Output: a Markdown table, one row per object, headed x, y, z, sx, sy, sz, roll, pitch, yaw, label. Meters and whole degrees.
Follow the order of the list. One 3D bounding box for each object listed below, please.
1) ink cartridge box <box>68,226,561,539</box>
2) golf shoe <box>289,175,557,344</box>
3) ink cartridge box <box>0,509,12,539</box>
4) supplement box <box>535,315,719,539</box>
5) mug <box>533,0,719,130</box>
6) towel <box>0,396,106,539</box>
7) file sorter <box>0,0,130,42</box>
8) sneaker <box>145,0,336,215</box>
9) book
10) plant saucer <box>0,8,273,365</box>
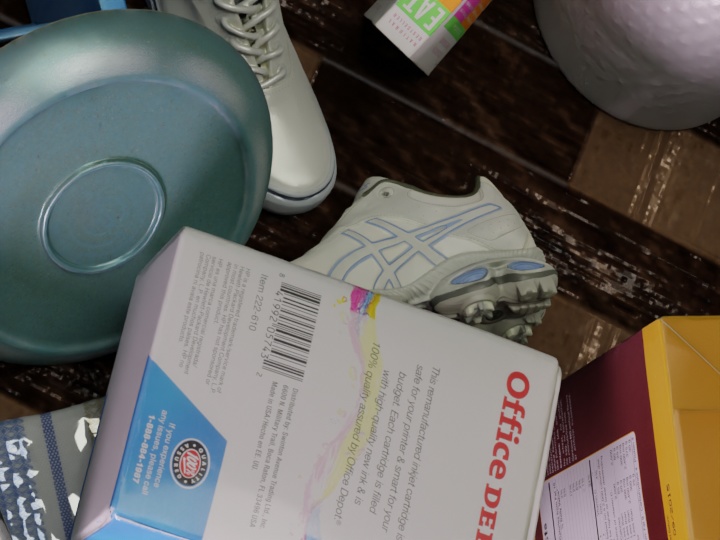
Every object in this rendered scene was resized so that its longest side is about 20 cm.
| x | y | z | sx | sy | sz | roll | pitch | yaw | label |
| --- | --- | --- | --- | --- | --- | --- | --- | --- | --- |
| -0.019 | 0.086 | 1.287 | 0.199 | 0.085 | 0.145 | 19 | 67 | -14 | ink cartridge box |
| 0.000 | 0.000 | 1.419 | 0.199 | 0.078 | 0.098 | -6 | 59 | -27 | golf shoe |
| -0.235 | 0.131 | 1.257 | 0.146 | 0.086 | 0.201 | -22 | 81 | -7 | ink cartridge box |
| 0.204 | 0.111 | 1.378 | 0.196 | 0.200 | 0.134 | 0 | 74 | -20 | supplement box |
| 0.207 | -0.152 | 1.470 | 0.147 | 0.175 | 0.200 | -39 | 90 | -25 | mug |
| -0.140 | 0.140 | 1.315 | 0.199 | 0.024 | 0.148 | -14 | 79 | -6 | towel |
| -0.206 | -0.177 | 1.347 | 0.122 | 0.139 | 0.201 | -12 | 77 | -19 | file sorter |
| -0.068 | -0.124 | 1.419 | 0.073 | 0.071 | 0.201 | -26 | 84 | -24 | sneaker |
| 0.085 | -0.190 | 1.417 | 0.048 | 0.134 | 0.200 | 43 | 93 | -2 | book |
| -0.127 | -0.031 | 1.316 | 0.199 | 0.201 | 0.027 | -14 | 40 | -23 | plant saucer |
